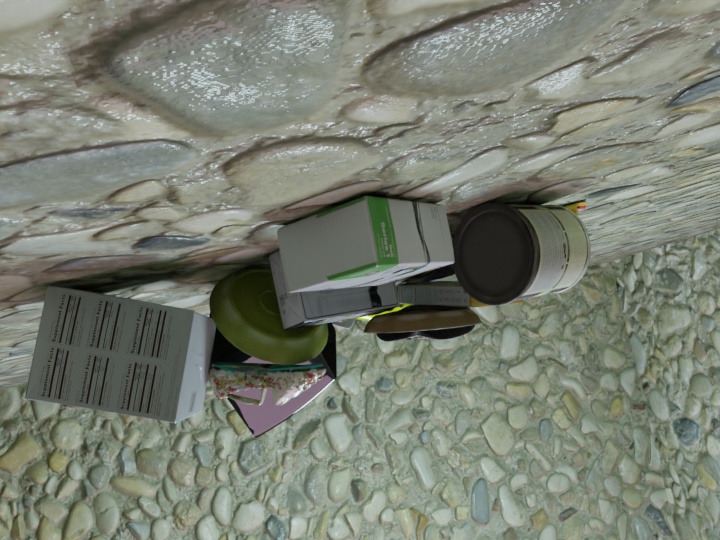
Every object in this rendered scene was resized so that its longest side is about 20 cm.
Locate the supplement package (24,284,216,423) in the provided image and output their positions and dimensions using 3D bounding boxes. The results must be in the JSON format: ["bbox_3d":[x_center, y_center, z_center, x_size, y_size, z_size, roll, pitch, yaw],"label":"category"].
[{"bbox_3d":[-0.323,0.119,0.944,0.194,0.152,0.191,9,172,-1],"label":"supplement package"}]

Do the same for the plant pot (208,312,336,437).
[{"bbox_3d":[-0.143,0.131,1.174,0.173,0.203,0.202,-19,-147,11],"label":"plant pot"}]

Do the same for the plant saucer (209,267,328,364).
[{"bbox_3d":[-0.136,0.059,1.041,0.197,0.201,0.031,-6,137,-42],"label":"plant saucer"}]

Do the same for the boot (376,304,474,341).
[{"bbox_3d":[0.137,0.101,1.346,0.194,0.075,0.150,-11,178,14],"label":"boot"}]

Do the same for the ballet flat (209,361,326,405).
[{"bbox_3d":[-0.142,0.173,1.025,0.194,0.066,0.075,-2,178,21],"label":"ballet flat"}]

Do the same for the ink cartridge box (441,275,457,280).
[{"bbox_3d":[0.130,0.023,1.601,0.114,0.070,0.198,-6,172,-35],"label":"ink cartridge box"}]

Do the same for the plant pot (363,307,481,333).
[{"bbox_3d":[0.100,0.081,1.104,0.194,0.028,0.200,-6,178,0],"label":"plant pot"}]

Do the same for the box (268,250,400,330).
[{"bbox_3d":[-0.037,0.017,1.042,0.196,0.120,0.060,-5,168,-42],"label":"box"}]

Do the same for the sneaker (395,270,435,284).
[{"bbox_3d":[0.076,-0.004,1.204,0.195,0.077,0.084,-15,164,18],"label":"sneaker"}]

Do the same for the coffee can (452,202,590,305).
[{"bbox_3d":[0.255,-0.030,1.050,0.144,0.151,0.197,-18,172,41],"label":"coffee can"}]

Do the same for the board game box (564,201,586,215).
[{"bbox_3d":[0.320,-0.087,1.244,0.195,0.031,0.095,-17,173,17],"label":"board game box"}]

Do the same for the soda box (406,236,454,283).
[{"bbox_3d":[0.123,-0.011,1.307,0.062,0.070,0.198,-8,171,-40],"label":"soda box"}]

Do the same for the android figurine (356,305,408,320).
[{"bbox_3d":[0.059,0.088,1.589,0.196,0.042,0.180,8,163,-34],"label":"android figurine"}]

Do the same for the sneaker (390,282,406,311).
[{"bbox_3d":[0.000,0.000,1.270,0.196,0.075,0.120,13,123,-23],"label":"sneaker"}]

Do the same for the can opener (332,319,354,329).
[{"bbox_3d":[-0.100,0.068,1.279,0.195,0.054,0.066,17,156,-14],"label":"can opener"}]

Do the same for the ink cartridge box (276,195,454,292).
[{"bbox_3d":[0.013,-0.031,0.858,0.143,0.087,0.198,-16,172,34],"label":"ink cartridge box"}]

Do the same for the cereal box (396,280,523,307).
[{"bbox_3d":[0.170,0.040,1.188,0.141,0.041,0.198,-3,-179,-37],"label":"cereal box"}]
